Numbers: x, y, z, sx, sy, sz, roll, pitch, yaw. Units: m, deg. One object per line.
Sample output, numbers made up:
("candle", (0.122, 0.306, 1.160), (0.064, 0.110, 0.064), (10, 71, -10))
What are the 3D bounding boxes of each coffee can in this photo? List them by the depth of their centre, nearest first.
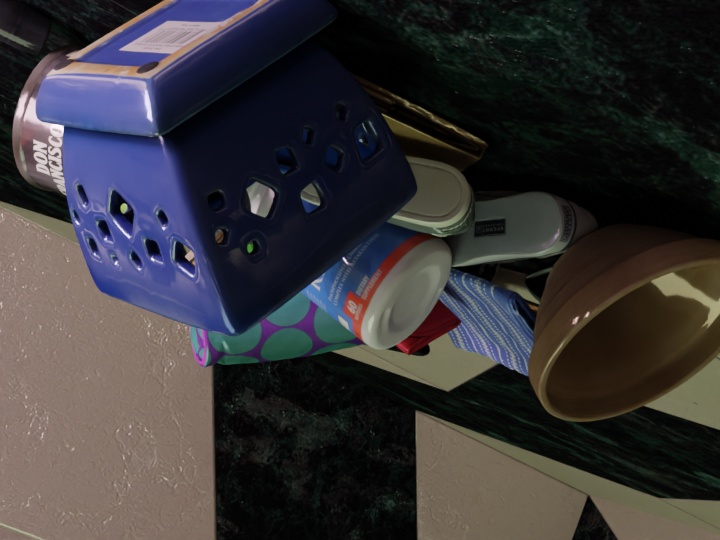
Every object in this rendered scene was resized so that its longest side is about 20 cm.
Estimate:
("coffee can", (-0.212, -0.122, 1.265), (0.198, 0.148, 0.146), (19, 170, 21))

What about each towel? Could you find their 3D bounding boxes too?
("towel", (0.113, 0.049, 1.209), (0.145, 0.024, 0.199), (50, 164, -31))

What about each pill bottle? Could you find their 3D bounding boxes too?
("pill bottle", (-0.026, -0.030, 1.154), (0.199, 0.113, 0.112), (36, 177, 24))

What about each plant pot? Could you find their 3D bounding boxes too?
("plant pot", (-0.106, -0.094, 0.946), (0.199, 0.199, 0.181), (13, 132, 48))
("plant pot", (0.219, 0.028, 1.089), (0.200, 0.200, 0.093), (35, -158, -50))

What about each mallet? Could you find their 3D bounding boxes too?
("mallet", (-0.349, -0.237, 1.317), (0.065, 0.042, 0.200), (23, 176, -15))

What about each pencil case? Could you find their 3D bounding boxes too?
("pencil case", (-0.067, 0.036, 1.259), (0.197, 0.093, 0.085), (-8, 157, -13))

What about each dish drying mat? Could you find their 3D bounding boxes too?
("dish drying mat", (0.000, 0.000, 1.222), (0.200, 0.076, 0.018), (41, 135, 26))

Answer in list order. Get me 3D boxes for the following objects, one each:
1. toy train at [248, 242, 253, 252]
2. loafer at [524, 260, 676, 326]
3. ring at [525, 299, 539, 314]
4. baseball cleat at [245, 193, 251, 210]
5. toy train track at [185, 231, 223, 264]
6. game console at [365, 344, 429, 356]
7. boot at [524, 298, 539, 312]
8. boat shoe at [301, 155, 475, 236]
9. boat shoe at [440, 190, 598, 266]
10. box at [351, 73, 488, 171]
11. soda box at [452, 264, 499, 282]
("toy train", (-0.121, -0.045, 1.483), (0.201, 0.041, 0.057), (61, 172, 19))
("loafer", (0.227, 0.025, 1.236), (0.070, 0.069, 0.200), (7, -178, -25))
("ring", (0.174, 0.047, 1.294), (0.198, 0.019, 0.200), (18, -176, -1))
("baseball cleat", (-0.150, -0.125, 1.112), (0.069, 0.107, 0.200), (-18, -124, -41))
("toy train track", (-0.104, -0.051, 1.249), (0.032, 0.200, 0.115), (32, 149, 17))
("game console", (-0.015, -0.013, 1.415), (0.201, 0.115, 0.178), (-115, 9, -57))
("boot", (0.179, 0.062, 1.515), (0.199, 0.073, 0.181), (20, 171, 47))
("boat shoe", (0.006, -0.074, 1.092), (0.198, 0.074, 0.062), (19, 171, 25))
("boat shoe", (0.118, -0.034, 1.154), (0.065, 0.075, 0.199), (6, -178, -43))
("box", (0.009, -0.119, 1.129), (0.162, 0.021, 0.200), (24, 170, -8))
("soda box", (0.044, -0.046, 1.293), (0.198, 0.072, 0.063), (19, 175, 24))
